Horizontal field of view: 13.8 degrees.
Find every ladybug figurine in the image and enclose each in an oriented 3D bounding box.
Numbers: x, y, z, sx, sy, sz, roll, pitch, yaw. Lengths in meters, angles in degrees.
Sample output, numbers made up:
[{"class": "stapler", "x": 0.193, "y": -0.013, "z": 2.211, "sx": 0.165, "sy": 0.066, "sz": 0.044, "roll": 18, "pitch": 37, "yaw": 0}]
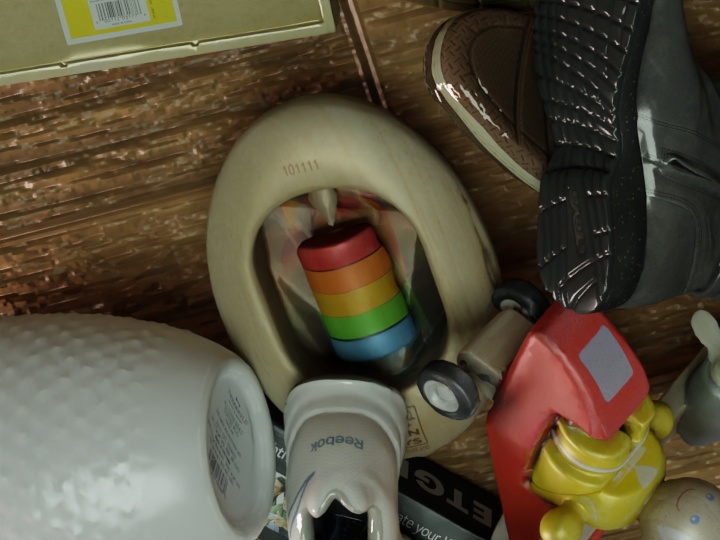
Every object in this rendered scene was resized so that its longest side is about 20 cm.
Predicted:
[{"class": "ladybug figurine", "x": 0.000, "y": 0.000, "z": 1.423, "sx": 0.135, "sy": 0.072, "sz": 0.200, "roll": -12, "pitch": 117, "yaw": 10}]

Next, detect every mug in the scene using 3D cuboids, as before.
[{"class": "mug", "x": -0.130, "y": 0.114, "z": 1.433, "sx": 0.175, "sy": 0.148, "sz": 0.200, "roll": -6, "pitch": 120, "yaw": 20}]

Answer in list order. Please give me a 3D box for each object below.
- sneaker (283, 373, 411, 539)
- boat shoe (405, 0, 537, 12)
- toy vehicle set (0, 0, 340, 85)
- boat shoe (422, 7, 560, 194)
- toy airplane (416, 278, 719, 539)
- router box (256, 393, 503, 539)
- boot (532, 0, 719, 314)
[{"class": "sneaker", "x": -0.008, "y": 0.145, "z": 1.426, "sx": 0.074, "sy": 0.087, "sz": 0.200, "roll": -3, "pitch": 130, "yaw": 9}, {"class": "boat shoe", "x": 0.089, "y": -0.165, "z": 1.333, "sx": 0.199, "sy": 0.066, "sz": 0.074, "roll": -4, "pitch": 125, "yaw": 2}, {"class": "toy vehicle set", "x": -0.119, "y": -0.155, "z": 1.373, "sx": 0.200, "sy": 0.027, "sz": 0.125, "roll": -8, "pitch": 117, "yaw": 8}, {"class": "boat shoe", "x": 0.098, "y": -0.053, "z": 1.370, "sx": 0.202, "sy": 0.075, "sz": 0.075, "roll": 31, "pitch": 155, "yaw": -29}, {"class": "toy airplane", "x": 0.112, "y": 0.110, "z": 1.393, "sx": 0.141, "sy": 0.199, "sz": 0.200, "roll": 24, "pitch": 98, "yaw": 30}, {"class": "router box", "x": -0.006, "y": 0.161, "z": 1.521, "sx": 0.200, "sy": 0.051, "sz": 0.149, "roll": 29, "pitch": 114, "yaw": -12}, {"class": "boot", "x": 0.145, "y": -0.079, "z": 1.317, "sx": 0.131, "sy": 0.070, "sz": 0.200, "roll": -5, "pitch": 107, "yaw": -34}]
